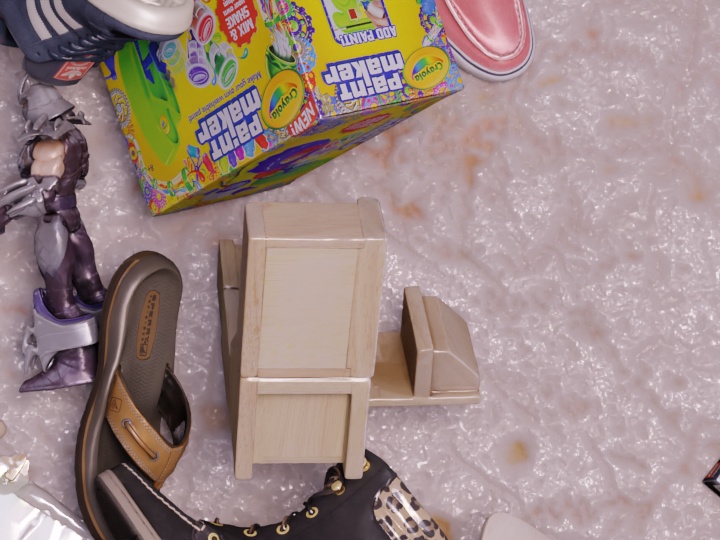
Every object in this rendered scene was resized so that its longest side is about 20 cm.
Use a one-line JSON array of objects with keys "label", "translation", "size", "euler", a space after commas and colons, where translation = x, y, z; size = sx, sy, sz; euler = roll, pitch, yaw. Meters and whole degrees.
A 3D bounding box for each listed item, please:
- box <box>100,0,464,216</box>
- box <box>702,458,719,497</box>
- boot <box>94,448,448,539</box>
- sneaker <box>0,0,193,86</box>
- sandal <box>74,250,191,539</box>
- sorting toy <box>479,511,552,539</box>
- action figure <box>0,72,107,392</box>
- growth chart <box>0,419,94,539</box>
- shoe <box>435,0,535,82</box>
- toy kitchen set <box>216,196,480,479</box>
[{"label": "box", "translation": [-0.065, -0.162, 1.346], "size": [0.122, 0.200, 0.194], "euler": [-16, 84, -39]}, {"label": "box", "translation": [0.353, 0.155, 1.456], "size": [0.200, 0.040, 0.137], "euler": [41, 80, -1]}, {"label": "boot", "translation": [-0.052, 0.163, 1.310], "size": [0.150, 0.073, 0.200], "euler": [-40, 75, -20]}, {"label": "sneaker", "translation": [-0.167, -0.149, 1.313], "size": [0.075, 0.200, 0.085], "euler": [3, 105, -33]}, {"label": "sandal", "translation": [-0.134, 0.090, 1.361], "size": [0.054, 0.082, 0.201], "euler": [11, 93, 30]}, {"label": "sorting toy", "translation": [0.106, 0.255, 1.351], "size": [0.180, 0.107, 0.200], "euler": [47, 73, -13]}, {"label": "action figure", "translation": [-0.195, -0.028, 1.366], "size": [0.069, 0.130, 0.201], "euler": [-7, 98, 16]}, {"label": "growth chart", "translation": [-0.214, 0.215, 1.383], "size": [0.200, 0.018, 0.145], "euler": [43, 80, -1]}, {"label": "shoe", "translation": [0.063, -0.225, 1.441], "size": [0.071, 0.091, 0.201], "euler": [-26, 87, -10]}, {"label": "toy kitchen set", "translation": [0.000, 0.000, 1.318], "size": [0.162, 0.200, 0.181], "euler": [0, 125, -8]}]
